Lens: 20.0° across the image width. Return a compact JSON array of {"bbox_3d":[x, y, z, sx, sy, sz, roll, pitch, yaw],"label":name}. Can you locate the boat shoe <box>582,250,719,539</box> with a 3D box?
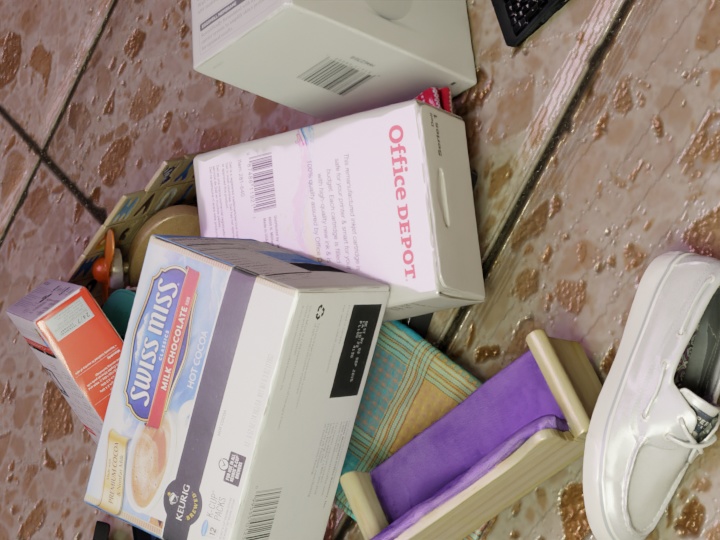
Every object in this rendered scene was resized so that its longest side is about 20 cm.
[{"bbox_3d":[0.205,0.087,1.328,0.068,0.072,0.201,9,74,50],"label":"boat shoe"}]

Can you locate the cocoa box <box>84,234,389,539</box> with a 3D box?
[{"bbox_3d":[-0.086,0.087,1.428,0.131,0.133,0.201,20,99,28],"label":"cocoa box"}]

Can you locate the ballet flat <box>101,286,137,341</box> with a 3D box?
[{"bbox_3d":[-0.145,0.056,1.601,0.068,0.062,0.200,-56,28,-2],"label":"ballet flat"}]

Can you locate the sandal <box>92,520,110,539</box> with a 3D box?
[{"bbox_3d":[-0.248,0.295,1.743,0.201,0.045,0.075,-90,16,-52],"label":"sandal"}]

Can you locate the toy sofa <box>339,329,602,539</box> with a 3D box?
[{"bbox_3d":[0.075,0.129,1.411,0.200,0.097,0.083,-39,60,27],"label":"toy sofa"}]

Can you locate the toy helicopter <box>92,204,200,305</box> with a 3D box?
[{"bbox_3d":[-0.185,0.029,1.756,0.201,0.132,0.079,-60,32,23],"label":"toy helicopter"}]

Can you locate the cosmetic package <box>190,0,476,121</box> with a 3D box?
[{"bbox_3d":[-0.026,-0.238,1.613,0.123,0.199,0.201,-27,56,41],"label":"cosmetic package"}]

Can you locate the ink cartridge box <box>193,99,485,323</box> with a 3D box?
[{"bbox_3d":[-0.016,-0.031,1.519,0.199,0.084,0.146,-12,79,28],"label":"ink cartridge box"}]

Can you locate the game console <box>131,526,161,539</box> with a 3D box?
[{"bbox_3d":[-0.161,0.188,1.685,0.200,0.170,0.119,-44,73,31],"label":"game console"}]

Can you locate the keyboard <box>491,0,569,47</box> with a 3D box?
[{"bbox_3d":[0.116,-0.279,1.588,0.104,0.039,0.201,-42,49,33],"label":"keyboard"}]

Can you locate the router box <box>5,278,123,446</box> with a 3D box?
[{"bbox_3d":[-0.206,0.096,1.638,0.049,0.180,0.200,-35,11,-13],"label":"router box"}]

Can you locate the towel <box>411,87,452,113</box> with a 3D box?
[{"bbox_3d":[0.001,-0.048,1.612,0.199,0.022,0.146,-25,58,42],"label":"towel"}]

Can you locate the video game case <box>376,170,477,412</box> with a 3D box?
[{"bbox_3d":[0.000,0.000,1.631,0.180,0.025,0.201,19,90,52],"label":"video game case"}]

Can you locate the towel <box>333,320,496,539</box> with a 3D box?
[{"bbox_3d":[0.033,0.128,1.519,0.200,0.022,0.147,35,104,39],"label":"towel"}]

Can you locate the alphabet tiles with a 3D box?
[{"bbox_3d":[-0.197,-0.026,1.783,0.006,0.166,0.200,43,113,12],"label":"alphabet tiles"}]
